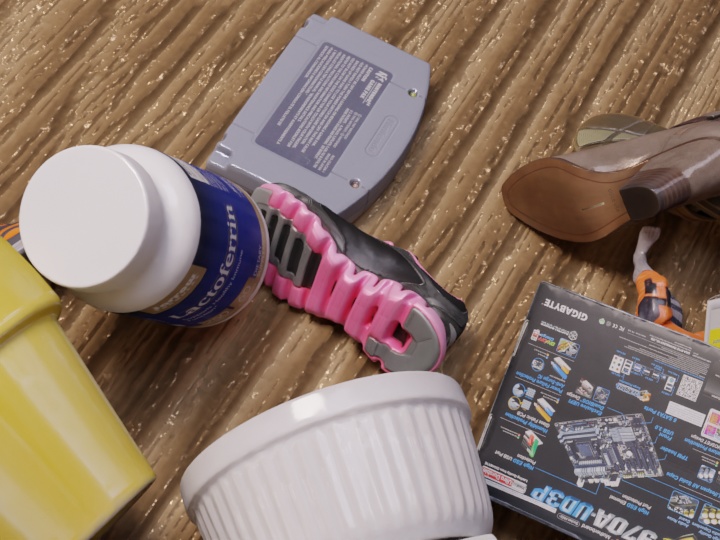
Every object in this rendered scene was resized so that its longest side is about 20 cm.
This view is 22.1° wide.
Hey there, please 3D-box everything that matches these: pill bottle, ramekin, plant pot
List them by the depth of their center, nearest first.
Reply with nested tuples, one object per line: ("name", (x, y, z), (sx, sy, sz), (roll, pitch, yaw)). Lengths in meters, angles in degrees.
("plant pot", (-0.241, 0.111, 1.184), (0.189, 0.201, 0.201), (46, 54, 2))
("ramekin", (-0.008, 0.157, 1.196), (0.199, 0.200, 0.106), (-12, 65, -22))
("pill bottle", (-0.149, -0.024, 1.284), (0.115, 0.200, 0.117), (-2, 83, 19))

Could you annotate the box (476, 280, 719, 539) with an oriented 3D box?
("box", (0.188, 0.115, 1.276), (0.199, 0.046, 0.160), (21, 92, 26))

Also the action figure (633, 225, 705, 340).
("action figure", (0.255, 0.089, 1.399), (0.200, 0.104, 0.194), (36, 56, -18))

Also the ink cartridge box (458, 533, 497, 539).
("ink cartridge box", (0.008, 0.252, 1.095), (0.199, 0.084, 0.145), (-7, 59, -29))

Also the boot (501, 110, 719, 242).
("boot", (0.228, -0.082, 1.469), (0.146, 0.071, 0.199), (-31, 23, -34))

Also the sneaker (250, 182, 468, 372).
("sneaker", (0.000, 0.000, 1.407), (0.200, 0.079, 0.095), (40, 35, 15))

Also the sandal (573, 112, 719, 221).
("sandal", (0.271, -0.074, 1.538), (0.199, 0.054, 0.080), (20, 53, 21))

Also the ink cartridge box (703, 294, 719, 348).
("ink cartridge box", (0.332, 0.136, 1.341), (0.197, 0.047, 0.201), (15, 77, -24))

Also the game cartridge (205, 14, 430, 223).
("game cartridge", (-0.024, -0.119, 1.505), (0.132, 0.041, 0.200), (24, 51, 10))

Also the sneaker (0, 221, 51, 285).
("sneaker", (-0.296, -0.019, 1.332), (0.199, 0.078, 0.112), (-31, 66, -32))
